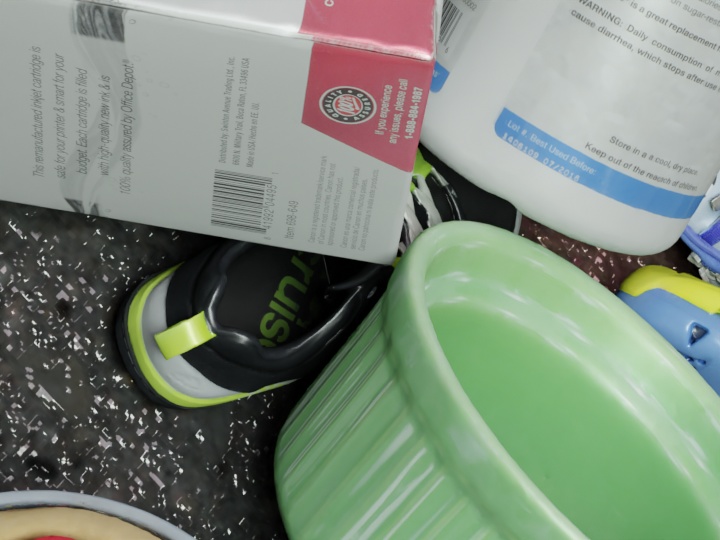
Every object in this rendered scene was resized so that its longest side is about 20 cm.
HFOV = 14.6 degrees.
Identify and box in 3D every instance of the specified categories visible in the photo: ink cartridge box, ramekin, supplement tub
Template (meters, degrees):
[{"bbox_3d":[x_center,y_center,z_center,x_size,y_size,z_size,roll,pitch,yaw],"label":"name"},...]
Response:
[{"bbox_3d":[-0.075,-0.083,0.962,0.199,0.146,0.085,8,62,-2],"label":"ink cartridge box"},{"bbox_3d":[0.063,0.088,1.019,0.200,0.098,0.200,36,24,-19],"label":"ramekin"},{"bbox_3d":[0.109,-0.120,1.062,0.131,0.132,0.201,23,107,-23],"label":"supplement tub"}]

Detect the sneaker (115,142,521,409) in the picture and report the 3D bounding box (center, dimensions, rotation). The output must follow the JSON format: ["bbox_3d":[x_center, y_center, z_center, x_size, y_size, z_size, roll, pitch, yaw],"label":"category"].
[{"bbox_3d":[0.000,0.000,1.062,0.200,0.083,0.072,-29,92,-35],"label":"sneaker"}]

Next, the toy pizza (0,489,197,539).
[{"bbox_3d":[-0.113,0.166,0.909,0.199,0.032,0.201,-2,71,7],"label":"toy pizza"}]

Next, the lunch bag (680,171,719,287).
[{"bbox_3d":[0.216,-0.061,1.165,0.160,0.076,0.200,38,100,-18],"label":"lunch bag"}]

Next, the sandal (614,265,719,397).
[{"bbox_3d":[0.168,0.080,1.138,0.087,0.079,0.200,-46,104,-1],"label":"sandal"}]
